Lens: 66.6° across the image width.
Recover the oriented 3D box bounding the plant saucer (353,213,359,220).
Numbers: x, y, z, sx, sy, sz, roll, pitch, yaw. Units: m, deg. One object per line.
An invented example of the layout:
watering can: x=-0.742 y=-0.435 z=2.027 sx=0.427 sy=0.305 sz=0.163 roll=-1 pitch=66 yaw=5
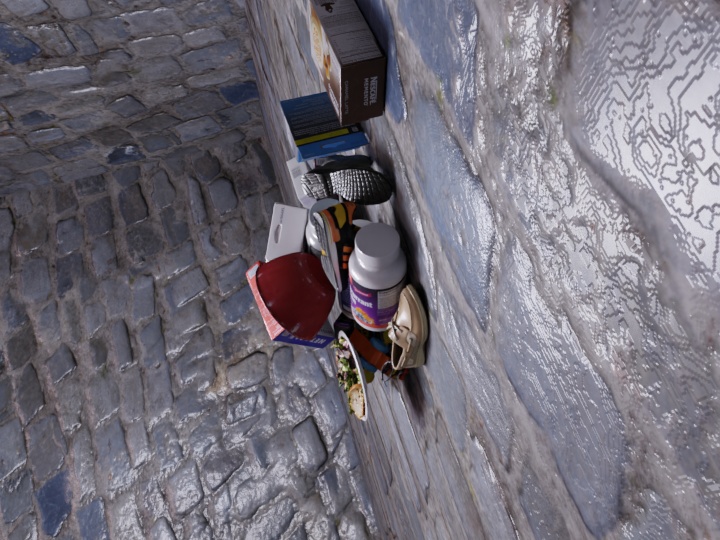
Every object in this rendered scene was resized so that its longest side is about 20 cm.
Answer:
plant saucer: x=-0.008 y=-0.059 z=1.376 sx=0.200 sy=0.031 sz=0.206 roll=164 pitch=91 yaw=-79

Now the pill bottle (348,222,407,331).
pill bottle: x=0.033 y=0.012 z=1.032 sx=0.203 sy=0.108 sz=0.113 roll=88 pitch=164 yaw=-49

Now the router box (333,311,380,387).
router box: x=-0.004 y=0.173 z=1.373 sx=0.150 sy=0.050 sz=0.205 roll=-53 pitch=-38 yaw=-48

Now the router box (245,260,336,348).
router box: x=-0.159 y=0.083 z=1.275 sx=0.198 sy=0.048 sz=0.182 roll=22 pitch=-144 yaw=-57

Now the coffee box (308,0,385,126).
coffee box: x=-0.026 y=-0.362 z=0.932 sx=0.116 sy=0.077 sz=0.204 roll=91 pitch=162 yaw=-56

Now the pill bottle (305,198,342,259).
pill bottle: x=-0.075 y=-0.074 z=1.321 sx=0.202 sy=0.113 sz=0.119 roll=96 pitch=157 yaw=-60

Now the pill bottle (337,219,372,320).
pill bottle: x=0.000 y=0.000 z=1.181 sx=0.117 sy=0.112 sz=0.204 roll=-116 pitch=15 yaw=-45

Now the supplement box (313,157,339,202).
supplement box: x=-0.088 y=-0.194 z=1.450 sx=0.109 sy=0.059 sz=0.206 roll=103 pitch=162 yaw=-69

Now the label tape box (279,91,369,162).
label tape box: x=-0.076 y=-0.282 z=1.131 sx=0.064 sy=0.140 sz=0.203 roll=88 pitch=163 yaw=-51

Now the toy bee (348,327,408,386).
toy bee: x=0.048 y=0.206 z=1.211 sx=0.107 sy=0.131 sz=0.202 roll=30 pitch=-154 yaw=-32

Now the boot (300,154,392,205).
boot: x=-0.009 y=-0.189 z=1.046 sx=0.131 sy=0.195 sz=0.069 roll=-49 pitch=-41 yaw=-45

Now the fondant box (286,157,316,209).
fondant box: x=-0.142 y=-0.225 z=1.635 sx=0.201 sy=0.057 sz=0.147 roll=54 pitch=-167 yaw=-59

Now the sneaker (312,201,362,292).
sneaker: x=-0.029 y=-0.042 z=1.045 sx=0.070 sy=0.088 sz=0.203 roll=51 pitch=160 yaw=40

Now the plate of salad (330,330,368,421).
plate of salad: x=-0.027 y=0.237 z=1.224 sx=0.200 sy=0.047 sz=0.206 roll=165 pitch=91 yaw=-77

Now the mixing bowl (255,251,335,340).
mixing bowl: x=-0.124 y=0.036 z=1.199 sx=0.200 sy=0.108 sz=0.202 roll=46 pitch=-161 yaw=-20

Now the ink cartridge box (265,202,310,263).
ink cartridge box: x=-0.169 y=-0.084 z=1.377 sx=0.200 sy=0.082 sz=0.151 roll=-45 pitch=-35 yaw=-86

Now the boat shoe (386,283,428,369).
boat shoe: x=0.084 y=0.115 z=1.019 sx=0.072 sy=0.063 sz=0.204 roll=-117 pitch=16 yaw=-49
